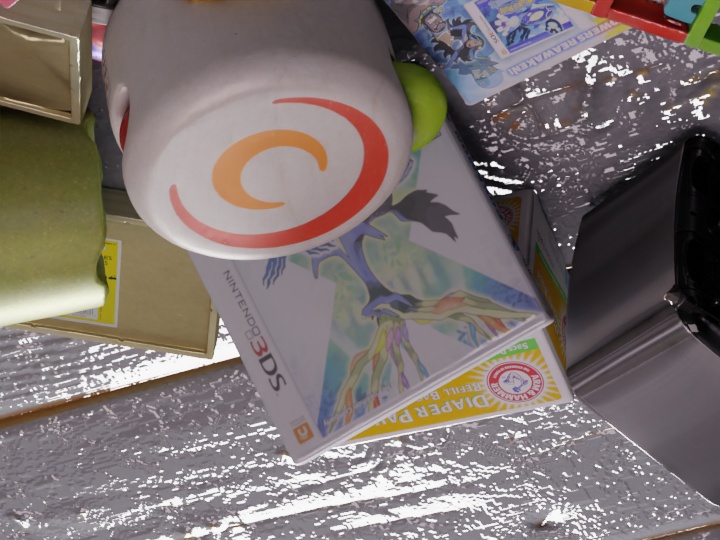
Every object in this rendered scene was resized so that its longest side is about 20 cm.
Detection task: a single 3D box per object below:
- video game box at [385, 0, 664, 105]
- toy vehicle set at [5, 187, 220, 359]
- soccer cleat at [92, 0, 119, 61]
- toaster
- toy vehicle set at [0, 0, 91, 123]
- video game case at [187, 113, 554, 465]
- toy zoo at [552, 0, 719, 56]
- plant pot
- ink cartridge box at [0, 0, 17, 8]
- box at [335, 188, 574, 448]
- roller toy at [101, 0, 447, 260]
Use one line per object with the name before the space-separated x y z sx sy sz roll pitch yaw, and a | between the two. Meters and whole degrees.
video game box | 0.099 -0.210 1.563 0.199 0.047 0.182 -24 123 27
toy vehicle set | -0.194 -0.005 1.808 0.199 0.027 0.125 9 133 0
soccer cleat | -0.233 -0.171 1.635 0.199 0.068 0.073 11 133 -6
toaster | 0.229 0.031 1.673 0.200 0.181 0.118 37 129 -25
toy vehicle set | -0.263 -0.150 1.581 0.199 0.027 0.124 15 158 -1
video game case | 0.000 0.000 1.685 0.199 0.022 0.183 -30 80 17
toy zoo | 0.166 -0.202 1.518 0.199 0.021 0.132 17 131 -9
plant pot | -0.258 -0.034 1.676 0.183 0.201 0.201 -3 134 -9
ink cartridge box | -0.241 -0.271 1.487 0.083 0.147 0.200 -34 120 31
box | 0.040 0.035 1.759 0.199 0.102 0.113 -13 129 19
roller toy | -0.068 -0.112 1.600 0.182 0.140 0.200 -37 138 26
